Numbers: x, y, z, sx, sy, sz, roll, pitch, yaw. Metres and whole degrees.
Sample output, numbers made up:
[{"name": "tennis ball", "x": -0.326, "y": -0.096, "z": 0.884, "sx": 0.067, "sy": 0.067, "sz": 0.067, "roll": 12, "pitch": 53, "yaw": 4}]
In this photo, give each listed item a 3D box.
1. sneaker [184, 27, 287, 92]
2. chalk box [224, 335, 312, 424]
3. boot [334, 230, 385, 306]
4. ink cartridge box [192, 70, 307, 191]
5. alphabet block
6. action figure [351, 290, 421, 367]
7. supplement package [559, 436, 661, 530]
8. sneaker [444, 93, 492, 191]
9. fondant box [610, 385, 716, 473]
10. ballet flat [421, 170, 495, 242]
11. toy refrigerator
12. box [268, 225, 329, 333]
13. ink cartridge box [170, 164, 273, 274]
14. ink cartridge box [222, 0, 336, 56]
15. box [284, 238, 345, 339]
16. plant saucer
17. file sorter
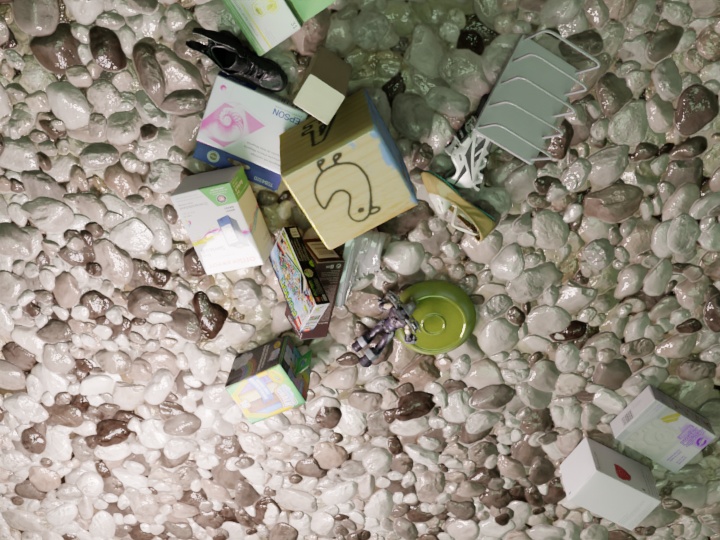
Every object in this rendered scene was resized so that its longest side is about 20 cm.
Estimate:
[{"name": "sneaker", "x": -0.231, "y": -0.395, "z": 1.471, "sx": 0.199, "sy": 0.105, "sz": 0.060, "roll": 35, "pitch": 115, "yaw": -15}, {"name": "chalk box", "x": -0.194, "y": 0.248, "z": 1.812, "sx": 0.198, "sy": 0.125, "sz": 0.125, "roll": -23, "pitch": 115, "yaw": 16}, {"name": "boot", "x": 0.000, "y": 0.000, "z": 1.694, "sx": 0.094, "sy": 0.074, "sz": 0.202, "roll": 9, "pitch": 123, "yaw": -5}, {"name": "ink cartridge box", "x": -0.228, "y": -0.274, "z": 1.575, "sx": 0.194, "sy": 0.043, "sz": 0.201, "roll": 21, "pitch": 117, "yaw": -8}, {"name": "alphabet block", "x": -0.027, "y": -0.197, "z": 1.495, "sx": 0.198, "sy": 0.197, "sz": 0.196, "roll": -27, "pitch": 121, "yaw": 11}, {"name": "action figure", "x": 0.062, "y": 0.129, "z": 1.744, "sx": 0.200, "sy": 0.069, "sz": 0.131, "roll": -45, "pitch": 65, "yaw": 27}, {"name": "supplement package", "x": 0.617, "y": 0.529, "z": 1.920, "sx": 0.198, "sy": 0.122, "sz": 0.120, "roll": 26, "pitch": 118, "yaw": -12}, {"name": "sneaker", "x": 0.215, "y": -0.256, "z": 1.539, "sx": 0.087, "sy": 0.074, "sz": 0.202, "roll": 8, "pitch": 119, "yaw": -3}, {"name": "fondant box", "x": 0.731, "y": 0.385, "z": 1.871, "sx": 0.199, "sy": 0.058, "sz": 0.145, "roll": 29, "pitch": 116, "yaw": -14}, {"name": "ballet flat", "x": 0.196, "y": -0.129, "z": 1.607, "sx": 0.199, "sy": 0.069, "sz": 0.063, "roll": 34, "pitch": 82, "yaw": -15}, {"name": "toy refrigerator", "x": -0.069, "y": -0.344, "z": 1.434, "sx": 0.075, "sy": 0.201, "sz": 0.070, "roll": 30, "pitch": 117, "yaw": -14}, {"name": "box", "x": -0.132, "y": 0.019, "z": 1.636, "sx": 0.034, "sy": 0.201, "sz": 0.110, "roll": -6, "pitch": 147, "yaw": -32}, {"name": "ink cartridge box", "x": -0.288, "y": -0.104, "z": 1.634, "sx": 0.144, "sy": 0.088, "sz": 0.202, "roll": -9, "pitch": 122, "yaw": 18}, {"name": "ink cartridge box", "x": -0.147, "y": -0.516, "z": 1.434, "sx": 0.199, "sy": 0.048, "sz": 0.146, "roll": -27, "pitch": 113, "yaw": 20}, {"name": "box", "x": -0.103, "y": 0.040, "z": 1.697, "sx": 0.074, "sy": 0.100, "sz": 0.202, "roll": -5, "pitch": 123, "yaw": -29}, {"name": "plant saucer", "x": 0.167, "y": 0.117, "z": 1.772, "sx": 0.197, "sy": 0.031, "sz": 0.202, "roll": 1, "pitch": 118, "yaw": 3}, {"name": "file sorter", "x": 0.327, "y": -0.318, "z": 1.428, "sx": 0.138, "sy": 0.125, "sz": 0.202, "roll": 27, "pitch": 92, "yaw": -12}]
